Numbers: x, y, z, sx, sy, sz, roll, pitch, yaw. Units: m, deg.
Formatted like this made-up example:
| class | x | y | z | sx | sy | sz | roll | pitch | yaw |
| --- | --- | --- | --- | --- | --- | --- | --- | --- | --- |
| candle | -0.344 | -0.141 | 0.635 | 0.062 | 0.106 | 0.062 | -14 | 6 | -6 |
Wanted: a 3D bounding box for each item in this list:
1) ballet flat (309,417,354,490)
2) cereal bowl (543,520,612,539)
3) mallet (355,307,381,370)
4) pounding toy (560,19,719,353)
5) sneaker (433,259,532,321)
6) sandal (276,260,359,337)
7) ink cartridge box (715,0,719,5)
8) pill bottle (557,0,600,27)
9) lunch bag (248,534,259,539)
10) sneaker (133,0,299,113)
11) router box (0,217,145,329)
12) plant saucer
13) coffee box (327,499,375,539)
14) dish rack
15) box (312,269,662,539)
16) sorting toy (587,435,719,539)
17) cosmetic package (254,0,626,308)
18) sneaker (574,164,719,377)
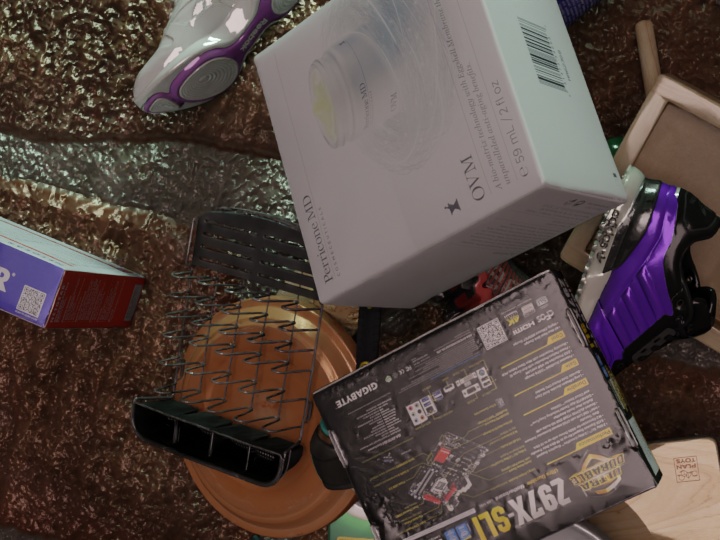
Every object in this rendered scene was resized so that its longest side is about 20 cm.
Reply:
| class | x | y | z | sx | sy | sz | roll | pitch | yaw |
| --- | --- | --- | --- | --- | --- | --- | --- | --- | --- |
| ballet flat | 0.059 | 0.151 | 0.876 | 0.197 | 0.068 | 0.069 | 6 | 112 | 7 |
| cereal bowl | 0.127 | 0.271 | 0.844 | 0.197 | 0.083 | 0.204 | 0 | 90 | 19 |
| mallet | 0.000 | 0.000 | 0.904 | 0.065 | 0.041 | 0.203 | 8 | 63 | 8 |
| pounding toy | 0.257 | -0.072 | 0.893 | 0.198 | 0.142 | 0.186 | 31 | 107 | 11 |
| sneaker | 0.123 | 0.030 | 0.923 | 0.097 | 0.071 | 0.203 | -24 | 85 | -22 |
| sandal | -0.005 | 0.005 | 0.952 | 0.211 | 0.070 | 0.078 | -36 | 83 | 7 |
| ink cartridge box | 0.406 | -0.268 | 0.882 | 0.197 | 0.084 | 0.178 | 21 | 96 | 9 |
| pill bottle | 0.154 | -0.256 | 0.913 | 0.199 | 0.112 | 0.112 | -37 | 83 | 6 |
| lunch bag | -0.093 | 0.321 | 0.891 | 0.122 | 0.200 | 0.171 | -41 | 83 | 5 |
| sneaker | -0.131 | -0.222 | 0.989 | 0.200 | 0.075 | 0.100 | -46 | 68 | 1 |
| router box | -0.303 | -0.011 | 0.947 | 0.197 | 0.179 | 0.050 | 22 | 91 | 10 |
| plant saucer | -0.077 | 0.123 | 0.948 | 0.198 | 0.032 | 0.204 | 2 | 94 | 29 |
| coffee box | 0.034 | 0.187 | 0.952 | 0.121 | 0.044 | 0.204 | 0 | 89 | 11 |
| dish rack | -0.100 | 0.054 | 0.909 | 0.151 | 0.054 | 0.203 | 14 | 98 | 26 |
| box | 0.085 | 0.114 | 0.793 | 0.198 | 0.049 | 0.161 | -29 | 83 | 15 |
| sorting toy | 0.196 | 0.240 | 0.902 | 0.197 | 0.069 | 0.202 | -9 | 87 | 17 |
| cosmetic package | 0.049 | -0.103 | 0.808 | 0.199 | 0.122 | 0.202 | -29 | 70 | 35 |
| sneaker | 0.202 | 0.035 | 0.818 | 0.098 | 0.070 | 0.203 | 20 | 113 | 13 |
